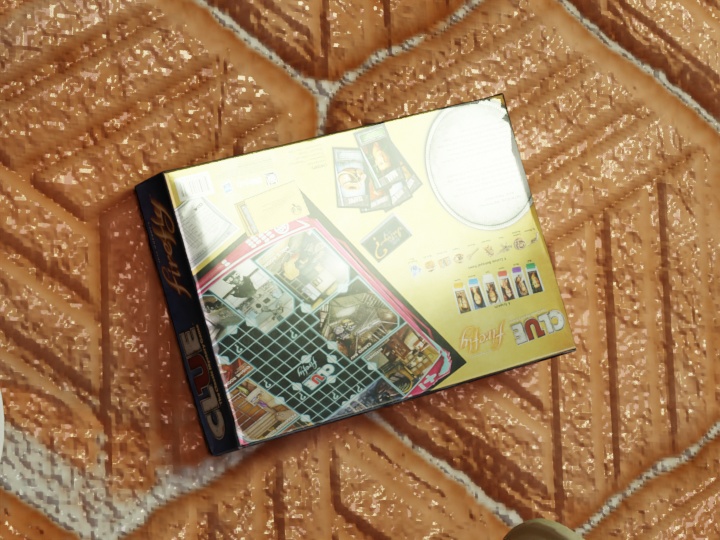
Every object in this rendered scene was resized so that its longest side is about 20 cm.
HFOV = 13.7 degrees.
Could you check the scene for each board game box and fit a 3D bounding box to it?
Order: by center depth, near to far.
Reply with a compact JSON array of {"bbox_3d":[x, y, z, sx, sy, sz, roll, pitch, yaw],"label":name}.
[{"bbox_3d":[0.000,0.000,1.454,0.199,0.035,0.136,-14,86,-31],"label":"board game box"}]

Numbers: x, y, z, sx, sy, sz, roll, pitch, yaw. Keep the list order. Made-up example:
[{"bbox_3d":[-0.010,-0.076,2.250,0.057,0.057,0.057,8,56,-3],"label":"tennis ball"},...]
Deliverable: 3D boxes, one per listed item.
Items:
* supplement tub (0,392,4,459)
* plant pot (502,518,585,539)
[{"bbox_3d":[-0.237,0.074,1.209,0.144,0.200,0.146,7,76,-28],"label":"supplement tub"},{"bbox_3d":[0.034,0.237,1.347,0.183,0.200,0.202,-19,89,-20],"label":"plant pot"}]
